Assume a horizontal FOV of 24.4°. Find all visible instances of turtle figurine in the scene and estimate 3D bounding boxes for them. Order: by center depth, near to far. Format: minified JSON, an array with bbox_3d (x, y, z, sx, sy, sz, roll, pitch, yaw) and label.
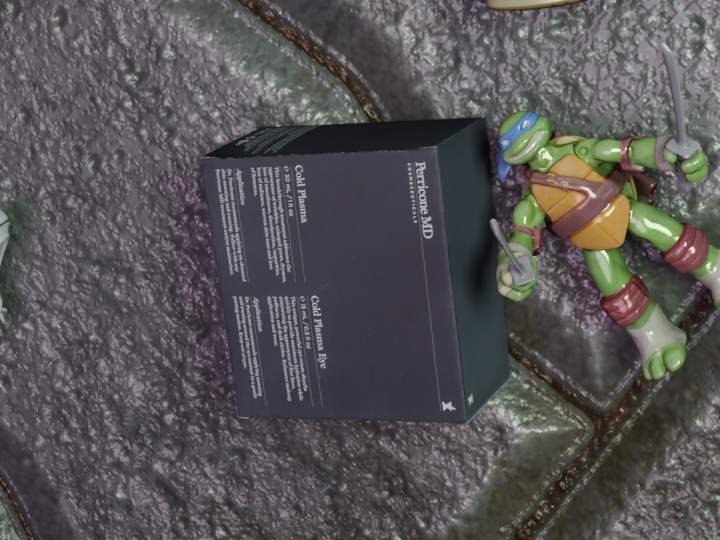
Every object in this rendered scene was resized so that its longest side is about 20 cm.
[{"bbox_3d":[0.167,-0.019,1.082,0.194,0.144,0.200,44,163,-14],"label":"turtle figurine"}]

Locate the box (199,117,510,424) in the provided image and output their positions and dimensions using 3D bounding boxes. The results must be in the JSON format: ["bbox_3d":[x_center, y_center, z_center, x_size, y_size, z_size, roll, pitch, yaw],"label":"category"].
[{"bbox_3d":[0.000,0.000,1.198,0.182,0.104,0.201,0,106,25],"label":"box"}]

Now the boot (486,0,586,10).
[{"bbox_3d":[0.157,-0.257,1.066,0.200,0.073,0.156,-14,100,25],"label":"boot"}]

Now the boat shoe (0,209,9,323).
[{"bbox_3d":[-0.324,0.031,1.376,0.065,0.074,0.200,38,127,4],"label":"boat shoe"}]
